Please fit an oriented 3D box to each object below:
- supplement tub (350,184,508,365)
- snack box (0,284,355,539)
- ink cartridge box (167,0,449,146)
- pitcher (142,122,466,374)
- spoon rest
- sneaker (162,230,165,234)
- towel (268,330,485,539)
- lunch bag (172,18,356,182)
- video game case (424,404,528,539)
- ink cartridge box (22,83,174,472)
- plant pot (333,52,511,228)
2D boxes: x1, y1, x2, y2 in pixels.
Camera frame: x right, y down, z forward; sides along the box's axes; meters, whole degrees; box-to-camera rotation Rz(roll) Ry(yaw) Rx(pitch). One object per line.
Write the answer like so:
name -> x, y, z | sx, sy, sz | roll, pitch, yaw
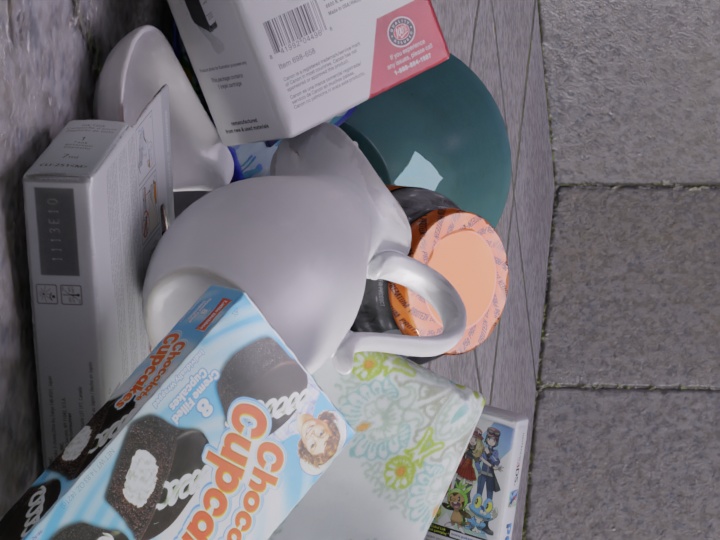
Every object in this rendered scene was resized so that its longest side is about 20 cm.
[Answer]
supplement tub -> 0.000, 0.000, 1.491 | 0.122, 0.199, 0.123 | -6, 99, -40
snack box -> -0.102, 0.119, 1.159 | 0.200, 0.037, 0.116 | -49, 122, -20
ink cartridge box -> -0.049, -0.199, 1.373 | 0.144, 0.084, 0.201 | -29, 105, -32
pitcher -> -0.029, 0.012, 1.297 | 0.121, 0.171, 0.200 | -53, 174, 34
spoon rest -> -0.121, -0.081, 1.370 | 0.200, 0.060, 0.100 | 67, 27, -66
sneaker -> -0.089, 0.072, 1.435 | 0.071, 0.097, 0.202 | -84, 174, -79
towel -> -0.035, 0.120, 1.393 | 0.172, 0.199, 0.048 | -63, -159, 0
lunch bag -> -0.067, -0.163, 1.525 | 0.170, 0.127, 0.201 | 63, 44, -73
video game case -> 0.015, 0.167, 1.496 | 0.022, 0.199, 0.183 | -6, 107, -56
ink cartridge box -> -0.147, 0.008, 1.263 | 0.174, 0.043, 0.201 | -70, 161, -66
plant pot -> -0.001, -0.072, 1.683 | 0.161, 0.199, 0.202 | -31, 121, -63
